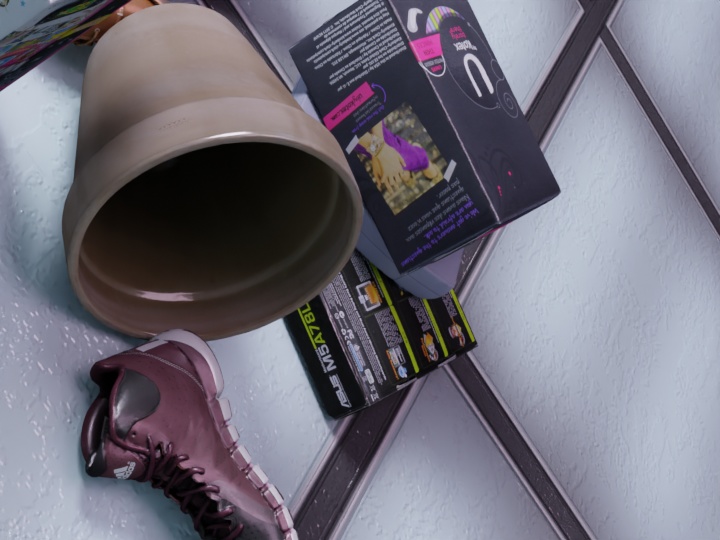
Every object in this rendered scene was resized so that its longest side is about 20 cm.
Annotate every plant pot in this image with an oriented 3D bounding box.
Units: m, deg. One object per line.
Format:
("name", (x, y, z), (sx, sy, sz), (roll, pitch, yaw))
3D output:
("plant pot", (-0.116, -0.080, 1.091), (0.199, 0.200, 0.175), (24, 35, -45))

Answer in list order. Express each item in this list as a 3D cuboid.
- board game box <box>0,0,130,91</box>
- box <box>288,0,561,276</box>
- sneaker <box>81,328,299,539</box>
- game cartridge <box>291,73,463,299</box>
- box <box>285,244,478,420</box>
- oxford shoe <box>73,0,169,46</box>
("board game box", (-0.216, -0.155, 0.958), (0.065, 0.199, 0.147), (62, 34, -5))
("box", (0.052, -0.117, 1.262), (0.122, 0.105, 0.202), (-25, 89, -56))
("sneaker", (-0.121, 0.140, 1.038), (0.115, 0.075, 0.202), (-11, 69, -51))
("game cartridge", (0.012, -0.075, 1.304), (0.200, 0.041, 0.134), (47, 33, -23))
("box", (0.000, 0.000, 1.310), (0.193, 0.047, 0.202), (-23, 88, -59))
("oxford shoe", (-0.195, -0.180, 1.136), (0.199, 0.071, 0.072), (36, 54, -25))
